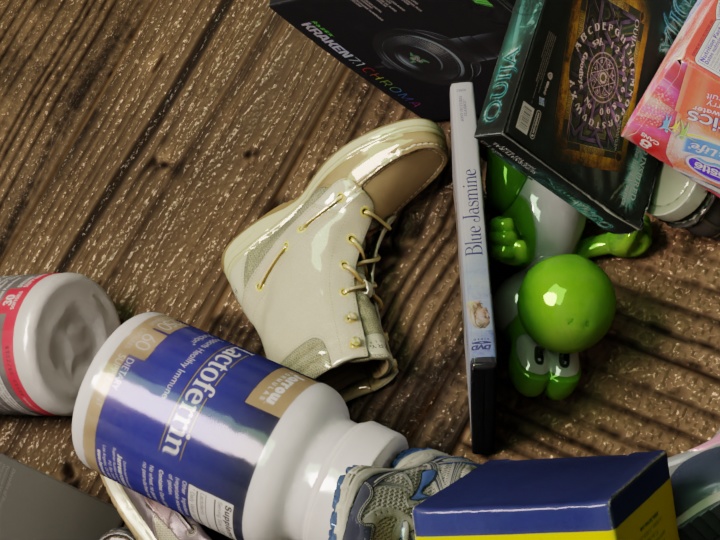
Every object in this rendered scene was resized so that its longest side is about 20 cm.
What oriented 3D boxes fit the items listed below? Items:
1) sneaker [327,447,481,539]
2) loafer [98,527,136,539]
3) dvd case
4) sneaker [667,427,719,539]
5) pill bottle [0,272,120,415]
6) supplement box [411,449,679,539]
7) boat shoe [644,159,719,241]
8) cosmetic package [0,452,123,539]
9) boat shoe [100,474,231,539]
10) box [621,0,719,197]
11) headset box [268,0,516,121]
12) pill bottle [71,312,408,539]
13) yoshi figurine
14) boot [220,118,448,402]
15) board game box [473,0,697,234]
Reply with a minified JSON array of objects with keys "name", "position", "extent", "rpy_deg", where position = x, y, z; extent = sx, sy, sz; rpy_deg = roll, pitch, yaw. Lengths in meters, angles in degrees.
[{"name":"sneaker","position":[0.042,0.146,0.795],"extent":[0.085,0.200,0.078],"rpy_deg":[2,100,22]},{"name":"loafer","position":[-0.192,0.272,0.930],"extent":[0.072,0.072,0.201],"rpy_deg":[13,75,13]},{"name":"dvd case","position":[0.072,0.000,0.878],"extent":[0.017,0.143,0.201],"rpy_deg":[-4,62,2]},{"name":"sneaker","position":[0.152,0.158,0.805],"extent":[0.199,0.070,0.082],"rpy_deg":[-26,29,22]},{"name":"pill bottle","position":[-0.299,0.060,1.089],"extent":[0.199,0.111,0.111],"rpy_deg":[-3,65,30]},{"name":"supplement box","position":[0.110,0.206,0.714],"extent":[0.108,0.109,0.201],"rpy_deg":[-7,93,28]},{"name":"boat shoe","position":[0.221,-0.114,0.895],"extent":[0.072,0.060,0.202],"rpy_deg":[-25,48,50]},{"name":"cosmetic package","position":[-0.271,0.170,0.962],"extent":[0.106,0.200,0.091],"rpy_deg":[8,72,31]},{"name":"boat shoe","position":[-0.118,0.179,0.948],"extent":[0.065,0.072,0.200],"rpy_deg":[-40,56,1]},{"name":"box","position":[0.251,-0.146,0.816],"extent":[0.102,0.095,0.200],"rpy_deg":[31,65,2]},{"name":"headset box","position":[0.072,-0.185,0.919],"extent":[0.199,0.174,0.093],"rpy_deg":[1,67,48]},{"name":"pill bottle","position":[-0.077,0.113,0.890],"extent":[0.199,0.116,0.116],"rpy_deg":[21,78,19]},{"name":"yoshi figurine","position":[0.127,-0.021,0.877],"extent":[0.112,0.112,0.201],"rpy_deg":[-9,64,20]},{"name":"boot","position":[0.000,0.000,0.963],"extent":[0.200,0.072,0.155],"rpy_deg":[-36,52,18]},{"name":"board game box","position":[0.148,-0.140,0.831],"extent":[0.028,0.135,0.201],"rpy_deg":[0,66,50]}]
